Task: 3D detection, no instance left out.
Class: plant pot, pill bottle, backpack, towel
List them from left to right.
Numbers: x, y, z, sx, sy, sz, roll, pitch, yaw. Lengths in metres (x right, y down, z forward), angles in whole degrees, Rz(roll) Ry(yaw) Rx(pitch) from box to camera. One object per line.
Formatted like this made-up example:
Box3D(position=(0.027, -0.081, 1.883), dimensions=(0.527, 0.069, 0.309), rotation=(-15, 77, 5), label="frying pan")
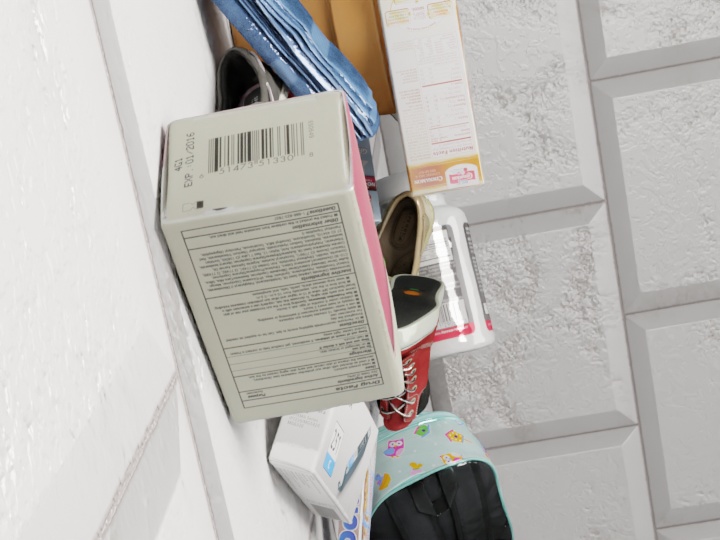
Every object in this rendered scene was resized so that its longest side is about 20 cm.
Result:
Box3D(position=(-0.057, -0.197, 1.232), dimensions=(0.200, 0.048, 0.112), rotation=(48, 13, -14), label="towel")
Box3D(position=(-0.047, -0.240, 1.396), dimensions=(0.200, 0.139, 0.201), rotation=(-10, 90, -84), label="plant pot")
Box3D(position=(0.064, 0.242, 1.556), dimensions=(0.200, 0.175, 0.154), rotation=(75, -9, -52), label="backpack")
Box3D(position=(0.071, -0.005, 1.544), dimensions=(0.111, 0.110, 0.201), rotation=(28, 48, -83), label="pill bottle")

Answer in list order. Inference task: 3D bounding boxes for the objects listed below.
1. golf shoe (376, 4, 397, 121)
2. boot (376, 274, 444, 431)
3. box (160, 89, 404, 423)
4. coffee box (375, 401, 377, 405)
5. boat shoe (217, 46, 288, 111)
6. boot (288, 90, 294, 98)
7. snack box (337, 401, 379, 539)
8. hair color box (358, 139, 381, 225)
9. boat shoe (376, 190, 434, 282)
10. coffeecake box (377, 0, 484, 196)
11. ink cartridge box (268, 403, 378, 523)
Box3D(position=(0.040, -0.201, 1.553), dimensions=(0.201, 0.088, 0.077), rotation=(66, 28, -12), label="golf shoe")
Box3D(position=(0.034, 0.093, 1.335), dimensions=(0.200, 0.072, 0.145), rotation=(-35, 133, -73), label="boot")
Box3D(position=(-0.050, -0.006, 0.990), dimensions=(0.109, 0.127, 0.201), rotation=(-96, 174, -46), label="box")
Box3D(position=(-0.003, 0.059, 1.641), dimensions=(0.115, 0.079, 0.201), rotation=(-92, 170, -49), label="coffee box")
Box3D(position=(-0.094, -0.121, 1.153), dimensions=(0.057, 0.067, 0.200), rotation=(45, 18, -24), label="boat shoe")
Box3D(position=(-0.064, -0.076, 1.230), dimensions=(0.144, 0.072, 0.201), rotation=(56, 28, -74), label="boot")
Box3D(position=(-0.004, 0.228, 1.400), dimensions=(0.072, 0.024, 0.201), rotation=(66, 28, -72), label="snack box")
Box3D(position=(-0.037, -0.124, 1.504), dimensions=(0.099, 0.060, 0.201), rotation=(137, -51, -56), label="hair color box")
Box3D(position=(0.023, 0.015, 1.463), dimensions=(0.065, 0.071, 0.201), rotation=(8, 96, -81), label="boat shoe")
Box3D(position=(0.065, -0.189, 1.365), dimensions=(0.154, 0.073, 0.201), rotation=(-86, 166, -73), label="coffeecake box")
Box3D(position=(-0.019, 0.113, 1.257), dimensions=(0.200, 0.044, 0.177), rotation=(68, 36, -67), label="ink cartridge box")
